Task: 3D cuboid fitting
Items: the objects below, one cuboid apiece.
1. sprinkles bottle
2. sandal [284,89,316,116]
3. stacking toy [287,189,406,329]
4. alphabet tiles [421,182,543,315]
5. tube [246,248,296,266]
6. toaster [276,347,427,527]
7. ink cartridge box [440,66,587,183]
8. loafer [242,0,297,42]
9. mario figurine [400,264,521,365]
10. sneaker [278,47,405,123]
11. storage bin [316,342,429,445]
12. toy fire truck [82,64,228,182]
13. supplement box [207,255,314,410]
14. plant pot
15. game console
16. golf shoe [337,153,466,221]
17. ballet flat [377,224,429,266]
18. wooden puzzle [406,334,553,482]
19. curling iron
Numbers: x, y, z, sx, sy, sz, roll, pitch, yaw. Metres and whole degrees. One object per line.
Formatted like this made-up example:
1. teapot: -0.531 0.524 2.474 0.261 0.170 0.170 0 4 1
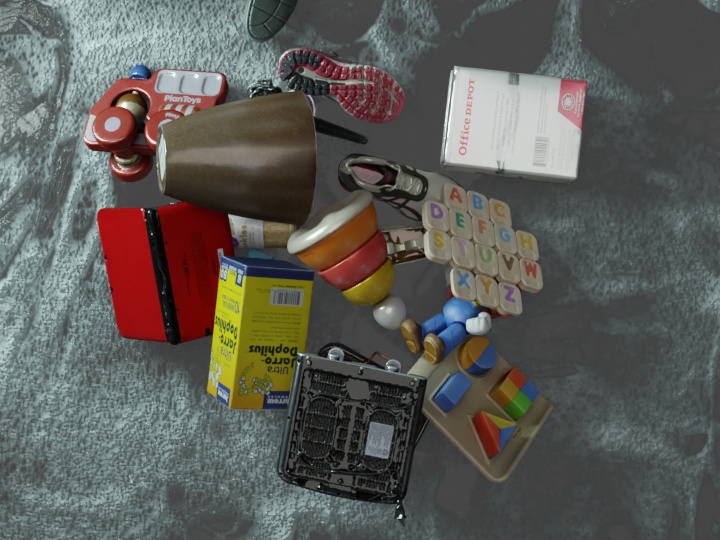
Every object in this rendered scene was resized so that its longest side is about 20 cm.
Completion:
1. sprinkles bottle: -0.190 -0.066 1.613 0.197 0.068 0.069 0 89 3
2. sandal: -0.148 -0.194 1.622 0.202 0.050 0.083 -40 88 1
3. stacking toy: 0.000 0.000 1.550 0.145 0.146 0.201 -32 101 2
4. alphabet tiles: 0.177 -0.034 1.548 0.198 0.015 0.198 16 52 -24
5. tube: -0.167 0.073 1.623 0.077 0.050 0.202 20 86 2
6. toaster: -0.009 0.214 1.441 0.178 0.119 0.203 10 92 4
7. ink cartridge box: 0.222 -0.212 1.588 0.197 0.085 0.148 7 89 1
8. loafer: -0.126 -0.441 1.629 0.071 0.063 0.202 21 94 -28
9. mario figurine: 0.151 0.042 1.556 0.199 0.106 0.124 -34 75 -27
10. sneaker: -0.025 -0.287 1.609 0.198 0.075 0.081 23 110 -10
11. storage bin: 0.008 0.194 1.567 0.198 0.134 0.147 30 91 2
12. toy fire truck: -0.306 -0.229 1.610 0.197 0.112 0.170 5 64 9
13. supplement box: -0.144 0.089 1.542 0.108 0.109 0.203 4 96 -27
14. plant pot: -0.179 -0.155 1.494 0.197 0.187 0.190 -2 89 -18
15. game console: -0.278 -0.004 1.589 0.170 0.118 0.203 -14 106 -23
16. golf shoe: 0.061 -0.122 1.593 0.197 0.088 0.078 14 88 1
17. ballet flat: 0.060 -0.040 1.603 0.197 0.062 0.068 -12 90 3
18. wooden puzzle: 0.174 0.177 1.549 0.200 0.046 0.185 41 47 4
19. curling iron: -0.077 -0.228 1.600 0.198 0.026 0.050 24 129 -18
